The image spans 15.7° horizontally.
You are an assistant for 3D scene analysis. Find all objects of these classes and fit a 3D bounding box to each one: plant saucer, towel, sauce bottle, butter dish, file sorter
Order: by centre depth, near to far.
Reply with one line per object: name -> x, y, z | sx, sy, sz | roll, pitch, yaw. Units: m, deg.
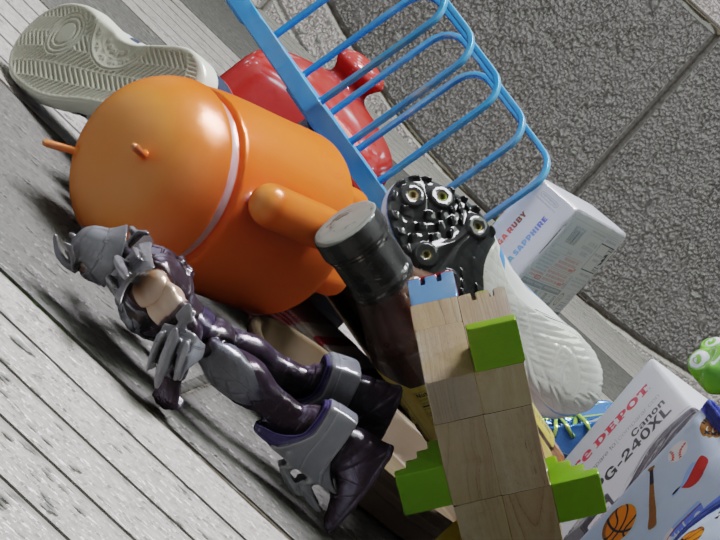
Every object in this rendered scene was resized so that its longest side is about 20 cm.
sauce bottle -> 0.043, 0.048, 1.469 | 0.200, 0.066, 0.066 | 57, 1, -22
plant saucer -> 0.005, 0.102, 1.501 | 0.200, 0.029, 0.200 | 41, 8, -7
towel -> 0.012, 0.085, 1.673 | 0.200, 0.023, 0.144 | 45, 5, 8
file sorter -> 0.024, -0.124, 1.761 | 0.139, 0.123, 0.200 | 56, 3, 42
butter dish -> -0.042, -0.107, 2.025 | 0.199, 0.148, 0.200 | 41, 7, 3

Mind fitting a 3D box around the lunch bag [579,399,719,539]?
lunch bag -> 0.229, 0.206, 1.501 | 0.200, 0.170, 0.124 | 39, 10, -24

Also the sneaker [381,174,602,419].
sneaker -> 0.077, 0.022, 1.701 | 0.200, 0.072, 0.072 | 49, -29, -16

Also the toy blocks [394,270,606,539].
toy blocks -> 0.065, 0.079, 1.366 | 0.137, 0.100, 0.200 | -99, 176, -59

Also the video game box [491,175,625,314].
video game box -> 0.103, 0.021, 1.896 | 0.047, 0.182, 0.200 | 40, 6, 15

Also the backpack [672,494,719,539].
backpack -> 0.209, 0.206, 1.315 | 0.200, 0.191, 0.154 | 38, 8, -19

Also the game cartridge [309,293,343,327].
game cartridge -> -0.092, -0.038, 1.798 | 0.200, 0.040, 0.133 | 39, 12, -24

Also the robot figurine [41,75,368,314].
robot figurine -> -0.085, -0.043, 1.497 | 0.200, 0.117, 0.144 | 22, 32, -45

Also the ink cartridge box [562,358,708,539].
ink cartridge box -> 0.200, 0.168, 1.676 | 0.083, 0.145, 0.200 | 36, 9, -26

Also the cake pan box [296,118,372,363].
cake pan box -> 0.000, 0.000, 1.690 | 0.184, 0.052, 0.200 | 53, 4, -10

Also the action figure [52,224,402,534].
action figure -> -0.073, 0.041, 1.311 | 0.200, 0.069, 0.130 | 37, 15, -12

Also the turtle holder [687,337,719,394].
turtle holder -> 0.236, 0.154, 1.868 | 0.132, 0.141, 0.186 | 29, -45, 38

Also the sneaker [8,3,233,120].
sneaker -> -0.149, -0.112, 1.692 | 0.200, 0.075, 0.085 | 27, -13, 45

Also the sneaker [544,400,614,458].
sneaker -> 0.128, 0.111, 1.791 | 0.200, 0.105, 0.076 | 39, 7, -22
